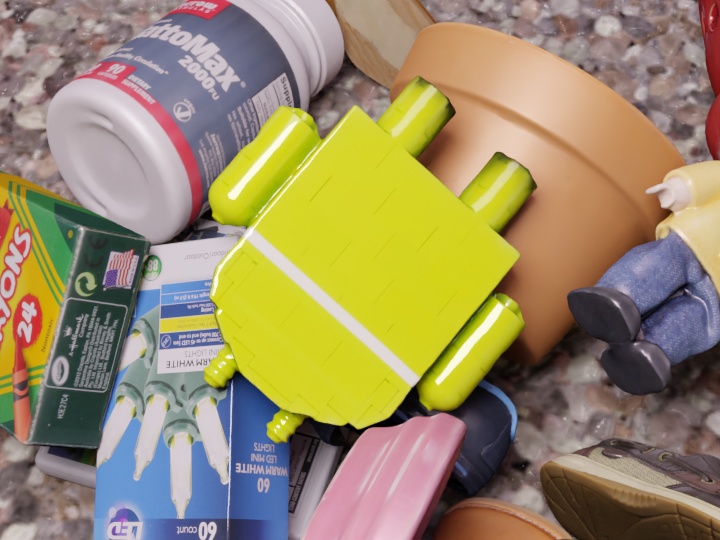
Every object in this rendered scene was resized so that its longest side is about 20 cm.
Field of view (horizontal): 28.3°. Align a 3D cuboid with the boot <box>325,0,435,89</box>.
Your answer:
[{"bbox_3d":[0.010,-0.224,1.067,0.201,0.071,0.144,40,34,-5],"label":"boot"}]

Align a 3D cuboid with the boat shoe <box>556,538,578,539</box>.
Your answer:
[{"bbox_3d":[0.177,0.180,0.697,0.198,0.071,0.070,24,35,12],"label":"boat shoe"}]

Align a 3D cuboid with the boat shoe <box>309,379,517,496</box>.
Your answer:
[{"bbox_3d":[-0.007,0.070,0.846,0.198,0.084,0.069,19,64,18],"label":"boat shoe"}]

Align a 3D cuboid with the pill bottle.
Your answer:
[{"bbox_3d":[-0.105,-0.119,0.972,0.119,0.120,0.200,29,50,21],"label":"pill bottle"}]

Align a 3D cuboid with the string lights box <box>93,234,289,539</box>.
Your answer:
[{"bbox_3d":[-0.095,0.088,0.816,0.102,0.059,0.202,-7,77,32],"label":"string lights box"}]

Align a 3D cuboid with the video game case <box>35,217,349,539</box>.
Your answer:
[{"bbox_3d":[-0.087,0.062,0.918,0.180,0.022,0.201,14,60,13],"label":"video game case"}]

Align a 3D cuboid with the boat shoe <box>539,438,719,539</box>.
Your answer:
[{"bbox_3d":[0.185,0.132,0.787,0.065,0.074,0.199,-35,33,-27],"label":"boat shoe"}]

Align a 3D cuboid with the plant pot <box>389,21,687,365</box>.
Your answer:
[{"bbox_3d":[0.086,-0.036,0.879,0.199,0.200,0.141,28,79,20],"label":"plant pot"}]

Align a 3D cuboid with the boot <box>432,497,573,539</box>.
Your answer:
[{"bbox_3d":[0.063,0.198,0.737,0.154,0.074,0.200,-11,33,-36],"label":"boot"}]

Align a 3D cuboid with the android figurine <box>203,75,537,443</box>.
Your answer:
[{"bbox_3d":[0.000,0.000,0.768,0.182,0.041,0.201,39,85,-5],"label":"android figurine"}]

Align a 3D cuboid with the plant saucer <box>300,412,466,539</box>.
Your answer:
[{"bbox_3d":[-0.008,0.161,0.737,0.050,0.201,0.202,24,61,8],"label":"plant saucer"}]

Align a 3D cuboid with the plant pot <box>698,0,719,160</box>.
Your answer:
[{"bbox_3d":[0.319,-0.146,0.921,0.198,0.201,0.184,4,64,7],"label":"plant pot"}]

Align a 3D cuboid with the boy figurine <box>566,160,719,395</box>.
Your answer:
[{"bbox_3d":[0.215,-0.007,0.814,0.199,0.064,0.125,-33,99,-19],"label":"boy figurine"}]

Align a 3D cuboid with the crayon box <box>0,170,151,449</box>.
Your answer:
[{"bbox_3d":[-0.213,0.014,0.862,0.199,0.050,0.128,22,99,47],"label":"crayon box"}]
